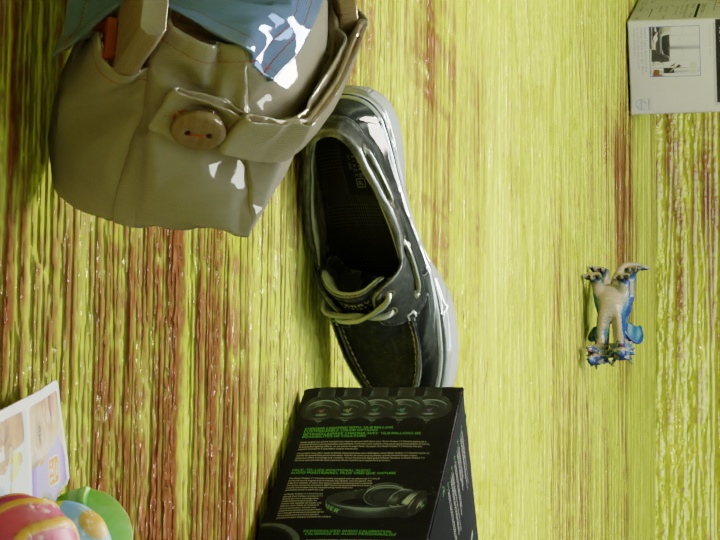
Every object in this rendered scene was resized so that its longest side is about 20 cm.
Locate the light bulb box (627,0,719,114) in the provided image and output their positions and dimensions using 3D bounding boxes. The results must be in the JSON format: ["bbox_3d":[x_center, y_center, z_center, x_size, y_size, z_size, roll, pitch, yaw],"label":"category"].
[{"bbox_3d":[0.448,-0.279,3.357,0.198,0.200,0.125,-55,143,-71],"label":"light bulb box"}]

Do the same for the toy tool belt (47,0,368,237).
[{"bbox_3d":[-0.059,-0.117,0.990,0.123,0.125,0.200,90,7,-47],"label":"toy tool belt"}]

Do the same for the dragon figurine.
[{"bbox_3d":[0.270,0.046,2.804,0.200,0.059,0.100,-39,127,-75],"label":"dragon figurine"}]

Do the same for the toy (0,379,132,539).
[{"bbox_3d":[-0.115,0.109,0.879,0.200,0.047,0.115,-37,124,-77],"label":"toy"}]

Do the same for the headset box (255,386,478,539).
[{"bbox_3d":[0.008,0.177,1.382,0.200,0.093,0.174,-73,159,-58],"label":"headset box"}]

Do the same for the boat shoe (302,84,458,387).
[{"bbox_3d":[0.000,0.000,1.449,0.071,0.072,0.200,-53,132,-58],"label":"boat shoe"}]
